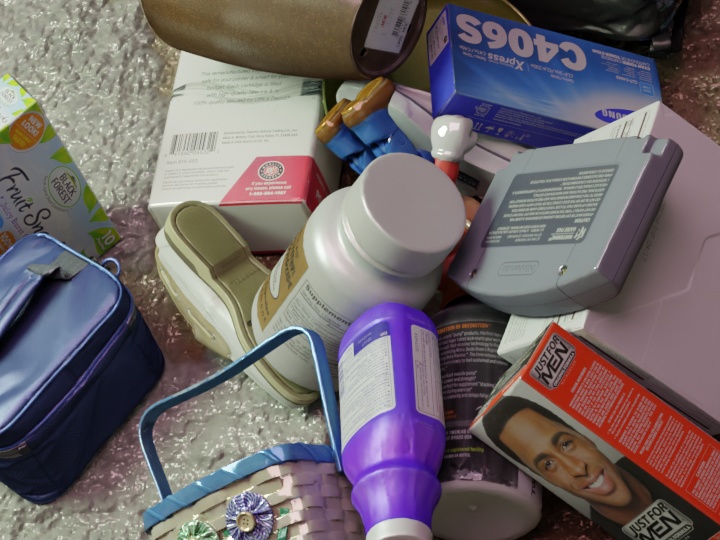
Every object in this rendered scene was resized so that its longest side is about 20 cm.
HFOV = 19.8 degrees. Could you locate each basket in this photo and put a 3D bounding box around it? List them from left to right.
[{"bbox_3d":[-0.077,0.162,1.565,0.176,0.139,0.202,-32,59,25],"label":"basket"}]

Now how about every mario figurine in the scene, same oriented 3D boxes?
[{"bbox_3d":[0.058,-0.069,1.681,0.106,0.200,0.123,-40,13,-2],"label":"mario figurine"}]

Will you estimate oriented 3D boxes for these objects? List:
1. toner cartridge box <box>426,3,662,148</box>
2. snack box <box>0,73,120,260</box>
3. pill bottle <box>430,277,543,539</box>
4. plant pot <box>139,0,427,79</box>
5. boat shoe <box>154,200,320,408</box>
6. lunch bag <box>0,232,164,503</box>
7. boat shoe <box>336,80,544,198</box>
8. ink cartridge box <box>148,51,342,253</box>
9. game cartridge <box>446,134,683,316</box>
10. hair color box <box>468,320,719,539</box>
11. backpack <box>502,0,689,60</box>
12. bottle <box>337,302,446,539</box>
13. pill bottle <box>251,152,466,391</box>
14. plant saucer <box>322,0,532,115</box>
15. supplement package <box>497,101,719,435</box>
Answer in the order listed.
[{"bbox_3d":[0.154,-0.149,1.703,0.198,0.043,0.096,12,54,-21],"label":"toner cartridge box"},{"bbox_3d":[-0.302,-0.051,1.752,0.142,0.201,0.053,-42,55,-12],"label":"snack box"},{"bbox_3d":[0.092,0.099,1.591,0.105,0.107,0.202,-4,57,15],"label":"pill bottle"},{"bbox_3d":[-0.047,-0.235,1.690,0.199,0.187,0.187,28,69,34],"label":"plant pot"},{"bbox_3d":[-0.099,0.037,1.712,0.074,0.069,0.201,-22,69,-38],"label":"boat shoe"},{"bbox_3d":[-0.263,0.070,1.703,0.135,0.133,0.201,27,70,30],"label":"lunch bag"},{"bbox_3d":[0.077,-0.115,1.712,0.199,0.072,0.066,27,59,5],"label":"boat shoe"},{"bbox_3d":[-0.091,-0.119,1.802,0.143,0.085,0.202,-2,58,16],"label":"ink cartridge box"},{"bbox_3d":[0.144,-0.031,1.514,0.199,0.041,0.134,-2,62,61],"label":"game cartridge"},{"bbox_3d":[0.187,0.134,1.485,0.199,0.102,0.061,36,56,0],"label":"hair color box"},{"bbox_3d":[0.213,-0.298,1.789,0.199,0.155,0.191,16,48,30],"label":"backpack"},{"bbox_3d":[0.024,0.121,1.507,0.084,0.065,0.201,-46,34,38],"label":"bottle"},{"bbox_3d":[0.000,0.000,1.611,0.113,0.200,0.115,14,54,-20],"label":"pill bottle"},{"bbox_3d":[0.066,-0.151,1.769,0.198,0.031,0.202,1,77,-3],"label":"plant saucer"},{"bbox_3d":[0.220,0.007,1.563,0.111,0.155,0.201,-22,40,56],"label":"supplement package"}]
